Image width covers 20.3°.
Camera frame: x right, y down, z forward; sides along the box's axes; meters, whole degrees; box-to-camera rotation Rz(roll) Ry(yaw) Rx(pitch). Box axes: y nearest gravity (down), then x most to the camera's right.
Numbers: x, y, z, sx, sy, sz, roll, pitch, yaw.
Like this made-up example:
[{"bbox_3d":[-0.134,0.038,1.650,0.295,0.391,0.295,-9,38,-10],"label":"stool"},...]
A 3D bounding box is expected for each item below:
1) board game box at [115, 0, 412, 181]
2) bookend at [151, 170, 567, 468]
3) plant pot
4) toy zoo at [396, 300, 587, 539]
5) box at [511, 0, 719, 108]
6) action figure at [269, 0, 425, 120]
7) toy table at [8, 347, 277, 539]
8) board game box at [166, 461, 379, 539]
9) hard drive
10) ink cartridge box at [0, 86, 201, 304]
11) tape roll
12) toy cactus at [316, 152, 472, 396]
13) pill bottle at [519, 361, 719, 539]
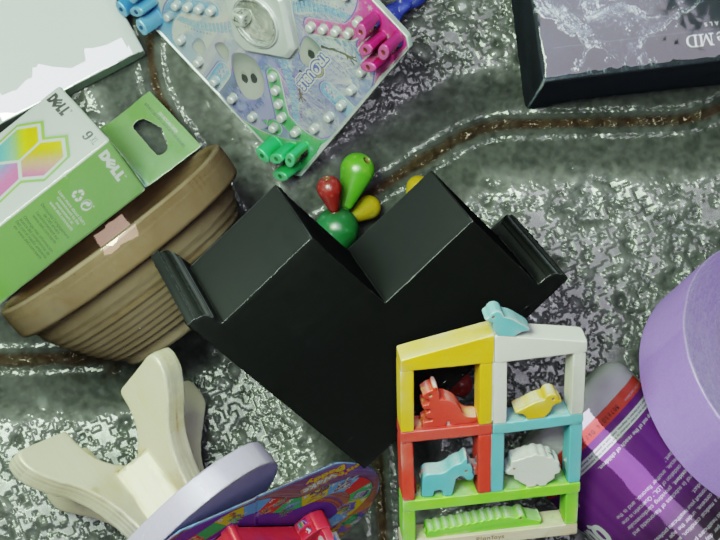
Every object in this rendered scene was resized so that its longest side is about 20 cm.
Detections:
[{"bbox_3d":[-0.078,-0.184,1.489,0.200,0.200,0.026,47,51,2],"label":"board game box"},{"bbox_3d":[0.000,0.000,1.385,0.199,0.092,0.200,-44,127,7],"label":"bookend"},{"bbox_3d":[-0.157,0.003,1.471,0.201,0.201,0.093,-38,101,-6],"label":"plant pot"},{"bbox_3d":[0.091,0.107,1.403,0.131,0.020,0.200,-6,122,-6],"label":"toy zoo"},{"bbox_3d":[0.215,-0.241,1.544,0.196,0.117,0.200,-7,84,-3],"label":"box"},{"bbox_3d":[-0.001,-0.193,1.568,0.065,0.052,0.200,41,86,1],"label":"action figure"},{"bbox_3d":[-0.158,0.156,1.465,0.200,0.184,0.117,-45,74,26],"label":"toy table"},{"bbox_3d":[-0.067,0.209,1.447,0.200,0.158,0.039,-23,64,-16],"label":"board game box"},{"bbox_3d":[-0.274,-0.226,1.574,0.132,0.027,0.200,-28,84,-5],"label":"hard drive"},{"bbox_3d":[-0.231,-0.072,1.513,0.200,0.104,0.059,-38,130,-6],"label":"ink cartridge box"},{"bbox_3d":[0.308,0.080,1.484,0.200,0.066,0.200,13,56,-20],"label":"tape roll"},{"bbox_3d":[-0.006,0.017,1.527,0.165,0.102,0.200,-18,94,7],"label":"toy cactus"},{"bbox_3d":[0.219,0.171,1.495,0.112,0.112,0.200,-44,86,-6],"label":"pill bottle"}]
